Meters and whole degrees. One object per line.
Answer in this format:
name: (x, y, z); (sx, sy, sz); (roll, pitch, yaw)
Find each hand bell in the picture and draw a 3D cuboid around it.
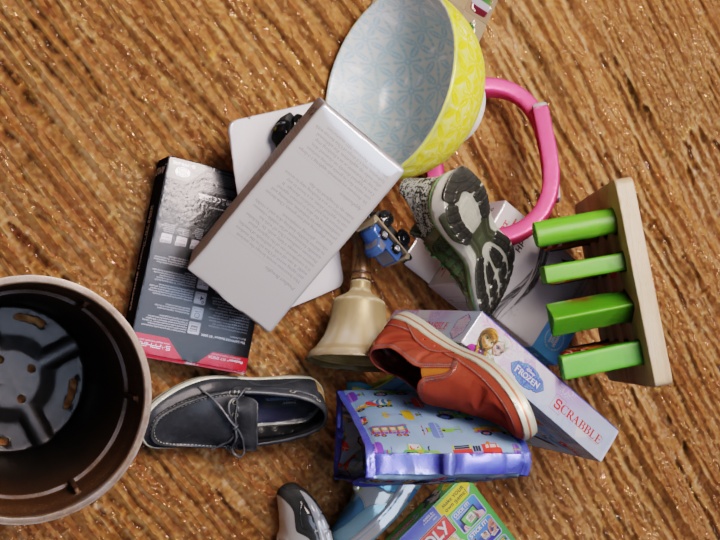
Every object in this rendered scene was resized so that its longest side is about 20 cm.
hand bell: (0.000, 0.000, 1.154); (0.104, 0.104, 0.201); (9, 74, -22)

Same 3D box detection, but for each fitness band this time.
fitness band: (0.141, -0.119, 1.189); (0.143, 0.037, 0.201); (-7, 70, 4)

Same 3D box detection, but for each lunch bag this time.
lunch bag: (0.064, 0.166, 1.034); (0.150, 0.200, 0.094); (2, 87, -10)

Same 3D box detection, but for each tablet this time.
tablet: (-0.072, -0.063, 1.117); (0.130, 0.014, 0.201); (-22, 110, -45)

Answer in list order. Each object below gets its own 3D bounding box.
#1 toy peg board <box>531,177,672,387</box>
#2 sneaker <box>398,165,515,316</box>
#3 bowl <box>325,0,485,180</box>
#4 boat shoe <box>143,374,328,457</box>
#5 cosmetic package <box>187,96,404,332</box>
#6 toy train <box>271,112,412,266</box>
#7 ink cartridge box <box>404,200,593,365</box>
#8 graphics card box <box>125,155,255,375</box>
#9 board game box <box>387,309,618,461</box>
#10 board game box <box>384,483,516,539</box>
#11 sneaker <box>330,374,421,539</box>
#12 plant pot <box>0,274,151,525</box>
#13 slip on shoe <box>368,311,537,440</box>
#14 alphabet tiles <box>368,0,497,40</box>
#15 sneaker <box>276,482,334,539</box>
toy peg board: (0.228, 0.023, 1.127); (0.098, 0.199, 0.201); (-10, 87, -1)
sneaker: (0.096, -0.030, 1.123); (0.077, 0.088, 0.200); (-48, 135, -27)
bowl: (0.065, -0.180, 1.134); (0.108, 0.200, 0.201); (14, 84, -40)
boat shoe: (-0.124, 0.147, 1.106); (0.199, 0.062, 0.075); (-4, 113, -23)
cosmetic package: (-0.063, -0.054, 1.037); (0.101, 0.071, 0.200); (39, 97, -14)
toy train: (-0.017, -0.074, 1.098); (0.200, 0.034, 0.046); (47, 46, -19)
ink cartridge box: (0.160, 0.004, 1.226); (0.200, 0.067, 0.116); (37, 76, -17)
graphics card box: (-0.160, -0.004, 1.105); (0.125, 0.051, 0.201); (12, 86, -22)
board game box: (0.138, 0.116, 1.146); (0.200, 0.199, 0.041); (41, 74, -18)
board game box: (0.079, 0.339, 1.213); (0.200, 0.029, 0.135); (-42, 105, -17)
sneaker: (0.006, 0.192, 1.164); (0.131, 0.080, 0.200); (42, 81, -5)
plant pot: (-0.302, 0.102, 0.968); (0.200, 0.198, 0.201); (0, 91, -22)
slip on shoe: (0.084, 0.106, 1.022); (0.061, 0.200, 0.074); (-40, 136, -21)
alphabet tiles: (0.068, -0.339, 1.223); (0.200, 0.008, 0.168); (28, 80, -19)
sneaker: (-0.065, 0.320, 1.131); (0.080, 0.074, 0.201); (-11, 94, -20)
